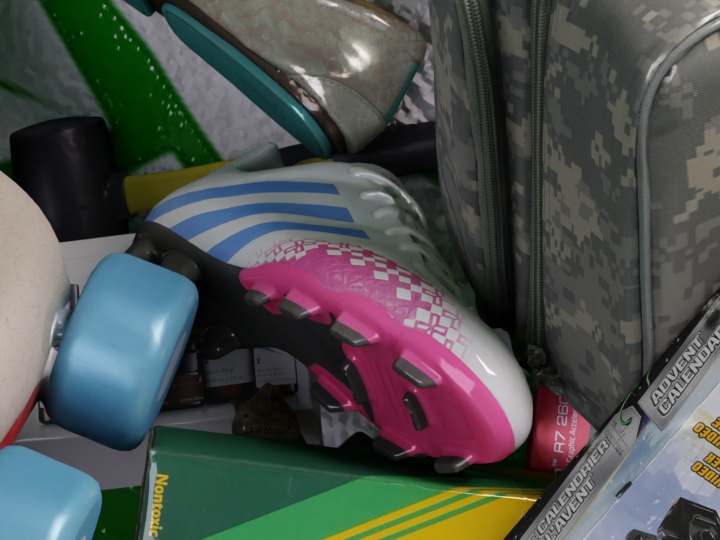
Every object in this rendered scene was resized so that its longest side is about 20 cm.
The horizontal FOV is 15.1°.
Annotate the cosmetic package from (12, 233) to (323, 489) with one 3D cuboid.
[{"bbox_3d":[-0.116,0.035,0.987,0.198,0.051,0.083,-7,59,2],"label":"cosmetic package"}]

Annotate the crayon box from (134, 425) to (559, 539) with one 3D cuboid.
[{"bbox_3d":[0.005,0.161,0.863,0.171,0.058,0.202,7,95,-5],"label":"crayon box"}]

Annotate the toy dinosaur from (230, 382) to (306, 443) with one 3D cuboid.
[{"bbox_3d":[-0.018,0.121,0.980,0.201,0.060,0.107,95,160,-47],"label":"toy dinosaur"}]

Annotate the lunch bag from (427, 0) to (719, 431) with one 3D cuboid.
[{"bbox_3d":[0.090,-0.057,0.849,0.168,0.139,0.201,48,155,40],"label":"lunch bag"}]

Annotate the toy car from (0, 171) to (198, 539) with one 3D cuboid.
[{"bbox_3d":[-0.176,0.075,0.896,0.183,0.177,0.201,22,134,2],"label":"toy car"}]

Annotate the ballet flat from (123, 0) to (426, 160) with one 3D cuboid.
[{"bbox_3d":[-0.060,-0.115,0.986,0.200,0.067,0.062,38,80,15],"label":"ballet flat"}]

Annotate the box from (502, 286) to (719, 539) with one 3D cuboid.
[{"bbox_3d":[0.152,0.099,0.814,0.199,0.040,0.137,34,107,-21],"label":"box"}]

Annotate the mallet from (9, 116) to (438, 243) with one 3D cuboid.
[{"bbox_3d":[-0.042,-0.045,1.005,0.199,0.041,0.066,-16,94,23],"label":"mallet"}]

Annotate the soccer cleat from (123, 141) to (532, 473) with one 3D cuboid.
[{"bbox_3d":[0.000,0.000,0.890,0.200,0.086,0.070,23,147,49],"label":"soccer cleat"}]

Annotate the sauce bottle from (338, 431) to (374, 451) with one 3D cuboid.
[{"bbox_3d":[0.061,0.138,0.982,0.200,0.066,0.066,40,116,10],"label":"sauce bottle"}]

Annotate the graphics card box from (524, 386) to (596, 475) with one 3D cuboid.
[{"bbox_3d":[0.150,0.101,0.907,0.198,0.051,0.126,7,93,9],"label":"graphics card box"}]
